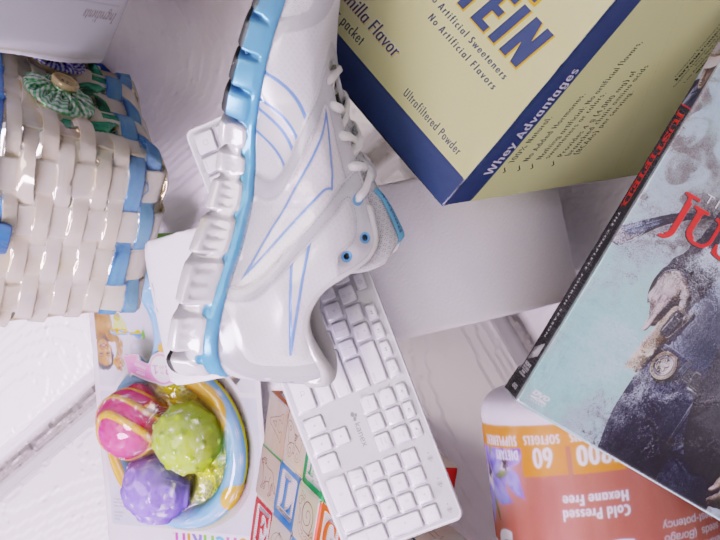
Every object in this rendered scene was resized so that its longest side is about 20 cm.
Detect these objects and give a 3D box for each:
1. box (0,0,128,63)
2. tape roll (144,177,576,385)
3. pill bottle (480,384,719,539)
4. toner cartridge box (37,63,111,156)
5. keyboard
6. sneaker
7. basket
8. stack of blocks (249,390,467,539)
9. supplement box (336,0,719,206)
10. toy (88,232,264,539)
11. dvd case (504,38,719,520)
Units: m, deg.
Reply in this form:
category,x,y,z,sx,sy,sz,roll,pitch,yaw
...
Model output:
category,x,y,z,sx,sy,sz,roll,pitch,yaw
box,-0.208,-0.216,1.252,0.198,0.200,0.172,26,98,16
tape roll,0.000,0.000,1.242,0.201,0.202,0.071,-12,90,34
pill bottle,0.122,0.150,1.233,0.112,0.112,0.202,-6,93,34
toner cartridge box,-0.234,-0.131,1.475,0.200,0.043,0.095,43,116,21
keyboard,-0.016,0.023,1.139,0.056,0.011,0.201,-21,88,10
sneaker,-0.019,-0.044,1.102,0.086,0.075,0.201,14,106,7
basket,-0.207,-0.052,1.339,0.177,0.198,0.140,-118,32,-60
stack of blocks,0.007,0.144,1.279,0.200,0.058,0.116,-142,58,-63
supplement box,0.103,-0.150,1.155,0.134,0.199,0.200,49,119,19
toy,-0.109,0.079,1.416,0.115,0.047,0.202,2,96,35
dvd case,0.176,0.006,1.156,0.145,0.022,0.201,31,95,-10
